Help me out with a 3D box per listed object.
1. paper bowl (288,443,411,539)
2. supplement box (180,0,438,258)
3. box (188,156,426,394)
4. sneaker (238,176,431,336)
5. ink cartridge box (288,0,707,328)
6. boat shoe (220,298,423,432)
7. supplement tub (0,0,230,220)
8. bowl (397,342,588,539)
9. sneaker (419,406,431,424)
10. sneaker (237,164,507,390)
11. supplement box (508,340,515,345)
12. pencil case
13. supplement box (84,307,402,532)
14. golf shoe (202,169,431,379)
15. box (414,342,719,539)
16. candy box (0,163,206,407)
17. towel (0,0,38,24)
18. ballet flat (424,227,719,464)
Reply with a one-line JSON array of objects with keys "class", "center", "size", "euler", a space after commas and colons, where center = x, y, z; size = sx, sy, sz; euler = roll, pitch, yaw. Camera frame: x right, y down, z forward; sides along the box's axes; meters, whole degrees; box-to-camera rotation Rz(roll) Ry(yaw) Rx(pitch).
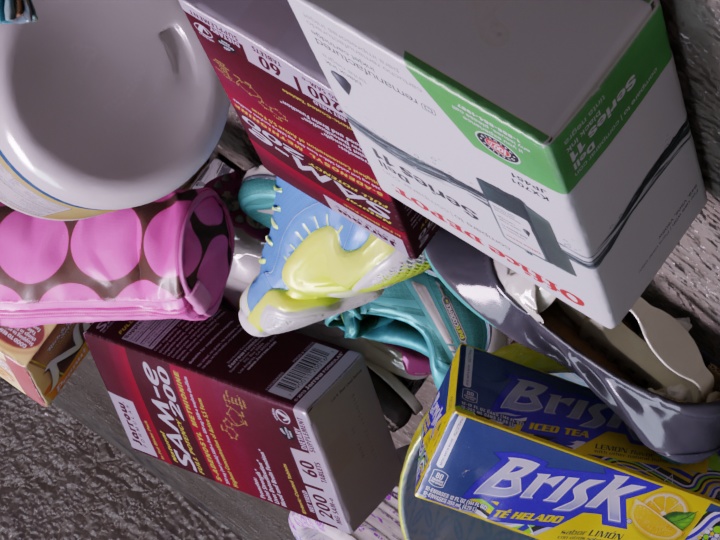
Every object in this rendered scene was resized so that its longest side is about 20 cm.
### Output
[{"class": "paper bowl", "center": [0.056, 0.195, 1.794], "size": [0.200, 0.104, 0.201], "euler": [38, 166, 12]}, {"class": "supplement box", "center": [-0.013, -0.090, 1.349], "size": [0.109, 0.061, 0.200], "euler": [32, 168, 21]}, {"class": "box", "center": [-0.037, 0.015, 1.859], "size": [0.200, 0.050, 0.158], "euler": [35, 167, 6]}, {"class": "sneaker", "center": [-0.020, -0.030, 1.545], "size": [0.200, 0.076, 0.106], "euler": [-25, 85, 53]}, {"class": "ink cartridge box", "center": [0.065, -0.074, 1.171], "size": [0.146, 0.083, 0.200], "euler": [32, 168, 25]}, {"class": "boat shoe", "center": [-0.051, 0.060, 1.806], "size": [0.201, 0.061, 0.072], "euler": [31, 164, 22]}, {"class": "supplement tub", "center": [-0.166, -0.104, 1.562], "size": [0.145, 0.145, 0.200], "euler": [40, 168, -13]}, {"class": "bowl", "center": [0.123, 0.107, 1.559], "size": [0.200, 0.200, 0.108], "euler": [41, -151, -20]}, {"class": "sneaker", "center": [0.146, 0.170, 1.851], "size": [0.202, 0.077, 0.146], "euler": [29, 163, 37]}, {"class": "sneaker", "center": [0.000, 0.000, 1.634], "size": [0.200, 0.080, 0.078], "euler": [33, 167, 20]}, {"class": "supplement box", "center": [0.171, 0.128, 1.672], "size": [0.200, 0.061, 0.109], "euler": [30, 166, 27]}, {"class": "pencil case", "center": [-0.183, -0.004, 1.685], "size": [0.199, 0.094, 0.091], "euler": [-4, 135, 14]}, {"class": "supplement box", "center": [-0.076, 0.086, 1.715], "size": [0.199, 0.061, 0.109], "euler": [17, 139, 39]}, {"class": "golf shoe", "center": [-0.027, 0.017, 1.728], "size": [0.200, 0.075, 0.092], "euler": [38, 131, 22]}, {"class": "box", "center": [0.133, 0.112, 1.454], "size": [0.199, 0.064, 0.070], "euler": [19, -148, -6]}, {"class": "candy box", "center": [-0.182, -0.013, 1.810], "size": [0.055, 0.200, 0.115], "euler": [34, 167, 10]}, {"class": "towel", "center": [-0.236, -0.220, 1.416], "size": [0.147, 0.022, 0.201], "euler": [5, 119, 66]}, {"class": "ballet flat", "center": [0.123, 0.022, 1.422], "size": [0.200, 0.073, 0.073], "euler": [40, 168, 7]}]
